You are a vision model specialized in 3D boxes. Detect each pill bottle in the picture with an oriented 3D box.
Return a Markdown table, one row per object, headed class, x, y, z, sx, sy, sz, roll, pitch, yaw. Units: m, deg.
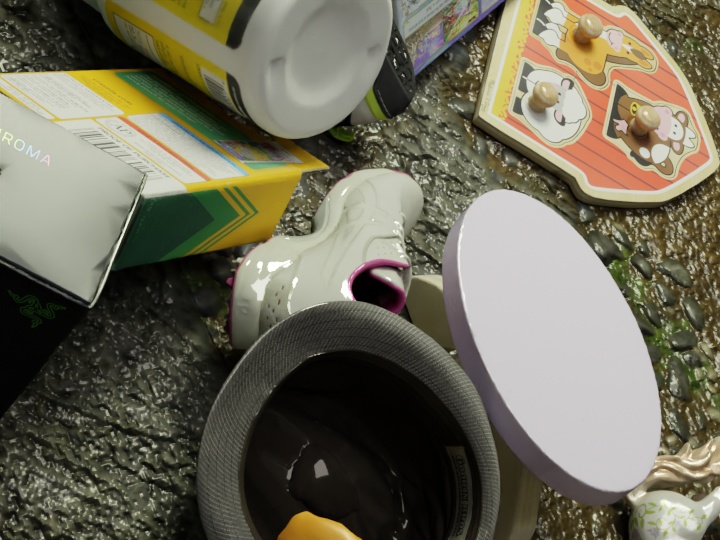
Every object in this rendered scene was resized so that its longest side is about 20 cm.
| class | x | y | z | sx | sy | sz | roll | pitch | yaw |
| --- | --- | --- | --- | --- | --- | --- | --- | --- | --- |
| pill bottle | -0.087 | -0.169 | 1.164 | 0.114 | 0.115 | 0.200 | -22 | 43 | -40 |

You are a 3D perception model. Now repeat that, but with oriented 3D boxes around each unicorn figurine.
| class | x | y | z | sx | sy | sz | roll | pitch | yaw |
| --- | --- | --- | --- | --- | --- | --- | --- | --- | --- |
| unicorn figurine | 0.213 | 0.203 | 1.209 | 0.137 | 0.074 | 0.200 | -2 | 49 | -24 |

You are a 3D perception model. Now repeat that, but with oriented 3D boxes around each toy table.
| class | x | y | z | sx | sy | sz | roll | pitch | yaw |
| --- | --- | --- | --- | --- | --- | --- | --- | --- | --- |
| toy table | 0.088 | 0.066 | 1.174 | 0.183 | 0.117 | 0.200 | 9 | 56 | -28 |

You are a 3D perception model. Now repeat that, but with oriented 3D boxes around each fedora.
| class | x | y | z | sx | sy | sz | roll | pitch | yaw |
| --- | --- | --- | --- | --- | --- | --- | --- | --- | --- |
| fedora | -0.019 | 0.112 | 1.073 | 0.200 | 0.090 | 0.177 | 37 | 72 | -24 |

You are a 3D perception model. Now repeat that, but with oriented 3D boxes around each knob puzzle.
| class | x | y | z | sx | sy | sz | roll | pitch | yaw |
| --- | --- | --- | --- | --- | --- | --- | --- | --- | --- |
| knob puzzle | 0.186 | -0.129 | 1.422 | 0.219 | 0.030 | 0.220 | 17 | 53 | -24 |

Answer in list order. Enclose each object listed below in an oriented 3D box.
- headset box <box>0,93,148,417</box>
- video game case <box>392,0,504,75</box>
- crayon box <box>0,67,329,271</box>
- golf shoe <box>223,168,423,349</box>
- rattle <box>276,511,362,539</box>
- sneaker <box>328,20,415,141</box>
| class | x | y | z | sx | sy | sz | roll | pitch | yaw |
| --- | --- | --- | --- | --- | --- | --- | --- | --- | --- |
| headset box | -0.225 | -0.015 | 0.966 | 0.174 | 0.200 | 0.093 | 30 | 49 | -15 |
| video game case | 0.058 | -0.252 | 1.327 | 0.045 | 0.182 | 0.200 | 17 | 39 | 29 |
| crayon box | -0.122 | -0.063 | 1.108 | 0.126 | 0.052 | 0.200 | 35 | 22 | 20 |
| golf shoe | 0.000 | 0.000 | 1.164 | 0.091 | 0.075 | 0.200 | 15 | 33 | 24 |
| rattle | 0.035 | 0.226 | 1.039 | 0.200 | 0.130 | 0.143 | 15 | 29 | -45 |
| sneaker | -0.036 | -0.172 | 1.235 | 0.072 | 0.083 | 0.200 | -66 | 135 | -62 |
